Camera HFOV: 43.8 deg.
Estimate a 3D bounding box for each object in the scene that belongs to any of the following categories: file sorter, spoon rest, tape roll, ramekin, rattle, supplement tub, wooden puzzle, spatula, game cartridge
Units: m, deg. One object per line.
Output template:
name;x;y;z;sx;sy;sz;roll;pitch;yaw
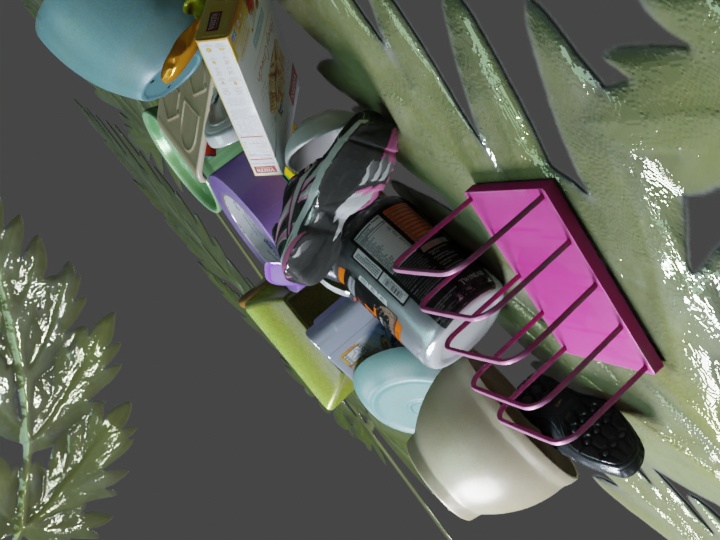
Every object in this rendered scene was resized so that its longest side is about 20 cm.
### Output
file sorter;0.142;0.038;0.806;0.201;0.125;0.139;55;164;-15
spoon rest;-0.040;-0.134;1.022;0.200;0.099;0.061;136;108;-85
tape roll;-0.124;-0.068;1.239;0.200;0.065;0.200;49;167;16
ramekin;-0.257;-0.203;1.465;0.200;0.098;0.200;47;165;17
rattle;-0.218;-0.335;0.975;0.200;0.142;0.130;54;-177;-35
supplement tub;0.052;0.002;0.993;0.200;0.122;0.123;44;164;26
wooden puzzle;-0.230;-0.249;1.239;0.185;0.046;0.201;49;137;46
spatula;-0.027;0.023;1.161;0.198;0.021;0.057;16;148;5
game cartridge;0.031;0.101;1.245;0.200;0.133;0.042;46;-170;-37

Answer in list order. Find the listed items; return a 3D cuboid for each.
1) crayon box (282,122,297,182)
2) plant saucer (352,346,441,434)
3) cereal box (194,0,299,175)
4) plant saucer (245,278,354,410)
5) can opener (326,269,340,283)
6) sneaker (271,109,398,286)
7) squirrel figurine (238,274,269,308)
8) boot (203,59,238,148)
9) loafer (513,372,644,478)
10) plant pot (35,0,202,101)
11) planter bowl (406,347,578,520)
crayon box;-0.041;-0.077;1.204;0.173;0.058;0.200;45;165;25
plant saucer;0.086;0.174;1.221;0.198;0.036;0.201;5;140;4
cereal box;-0.112;-0.218;0.951;0.039;0.145;0.200;-2;146;13
plant saucer;-0.037;0.068;1.325;0.200;0.199;0.048;50;142;1
can opener;0.000;0.000;1.101;0.199;0.064;0.078;15;153;-31
sneaker;-0.042;-0.088;0.952;0.080;0.201;0.086;18;-156;-43
squirrel figurine;-0.096;0.075;1.591;0.187;0.142;0.200;47;169;-11
boot;-0.162;-0.225;1.057;0.201;0.073;0.096;-92;-21;-58
loafer;0.238;0.170;0.959;0.070;0.068;0.200;48;173;-24
plant pot;-0.269;-0.287;1.088;0.135;0.200;0.200;53;165;1
planter bowl;0.141;0.208;1.060;0.200;0.135;0.200;45;-170;-10
